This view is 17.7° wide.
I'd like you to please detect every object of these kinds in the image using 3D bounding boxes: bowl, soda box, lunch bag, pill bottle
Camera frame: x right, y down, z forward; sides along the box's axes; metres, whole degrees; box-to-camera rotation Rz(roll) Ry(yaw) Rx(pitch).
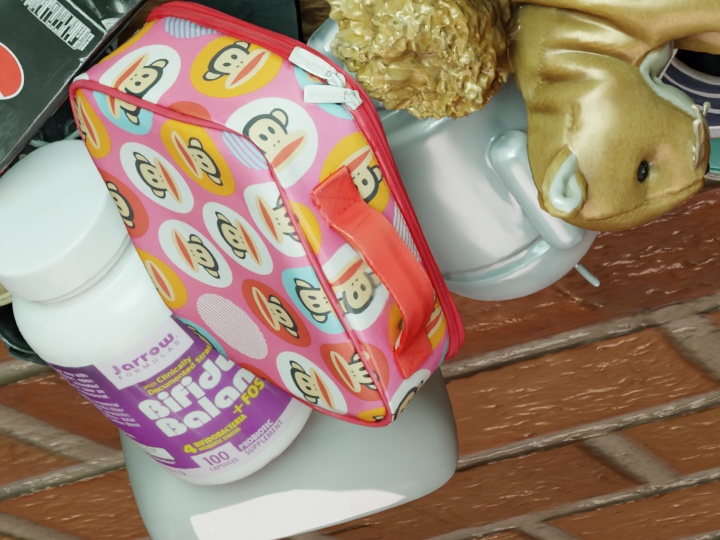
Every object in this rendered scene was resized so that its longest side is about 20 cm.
[{"bbox_3d":[-0.050,0.063,1.383,0.199,0.200,0.075,-13,131,-6],"label":"bowl"},{"bbox_3d":[-0.176,-0.095,1.130,0.063,0.071,0.200,43,133,-6],"label":"soda box"},{"bbox_3d":[-0.035,-0.021,1.080,0.176,0.082,0.201,23,148,42],"label":"lunch bag"},{"bbox_3d":[-0.113,0.021,1.225,0.112,0.113,0.200,-17,139,23],"label":"pill bottle"}]

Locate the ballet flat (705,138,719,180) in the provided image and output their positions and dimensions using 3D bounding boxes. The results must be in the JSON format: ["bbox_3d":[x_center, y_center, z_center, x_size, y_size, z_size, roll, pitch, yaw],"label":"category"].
[{"bbox_3d":[0.275,-0.098,1.391,0.199,0.068,0.067,-10,-168,6],"label":"ballet flat"}]

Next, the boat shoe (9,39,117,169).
[{"bbox_3d":[-0.165,-0.081,1.245,0.071,0.068,0.200,-5,160,-10],"label":"boat shoe"}]

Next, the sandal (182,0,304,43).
[{"bbox_3d":[-0.053,-0.087,1.213,0.075,0.048,0.201,-4,141,15],"label":"sandal"}]

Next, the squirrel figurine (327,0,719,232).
[{"bbox_3d":[0.083,-0.114,1.054,0.199,0.188,0.142,4,-174,-2],"label":"squirrel figurine"}]

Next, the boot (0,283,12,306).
[{"bbox_3d":[-0.277,-0.038,1.248,0.199,0.072,0.155,11,168,32],"label":"boot"}]

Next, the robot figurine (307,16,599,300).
[{"bbox_3d":[0.055,-0.063,1.197,0.113,0.170,0.200,-42,126,-4],"label":"robot figurine"}]

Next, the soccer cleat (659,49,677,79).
[{"bbox_3d":[0.114,-0.147,1.197,0.068,0.085,0.200,29,162,38],"label":"soccer cleat"}]

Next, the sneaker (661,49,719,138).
[{"bbox_3d":[0.258,-0.123,1.301,0.199,0.070,0.109,-8,162,7],"label":"sneaker"}]

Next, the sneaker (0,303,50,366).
[{"bbox_3d":[-0.184,0.004,1.365,0.099,0.071,0.200,-32,-165,-20],"label":"sneaker"}]
